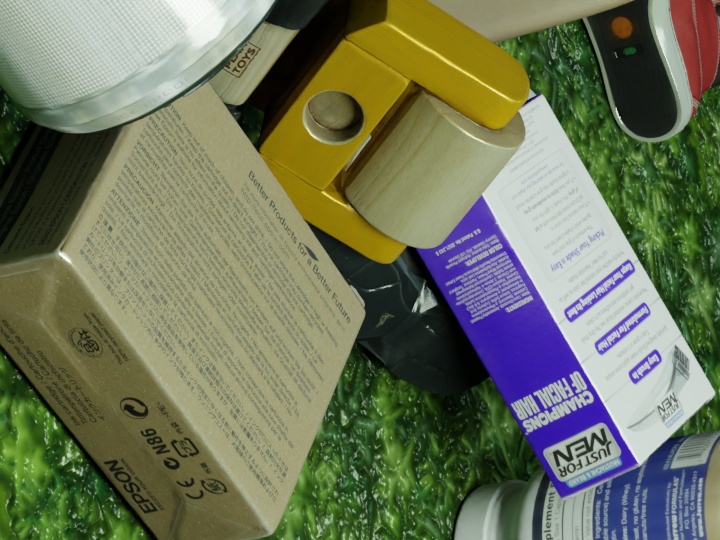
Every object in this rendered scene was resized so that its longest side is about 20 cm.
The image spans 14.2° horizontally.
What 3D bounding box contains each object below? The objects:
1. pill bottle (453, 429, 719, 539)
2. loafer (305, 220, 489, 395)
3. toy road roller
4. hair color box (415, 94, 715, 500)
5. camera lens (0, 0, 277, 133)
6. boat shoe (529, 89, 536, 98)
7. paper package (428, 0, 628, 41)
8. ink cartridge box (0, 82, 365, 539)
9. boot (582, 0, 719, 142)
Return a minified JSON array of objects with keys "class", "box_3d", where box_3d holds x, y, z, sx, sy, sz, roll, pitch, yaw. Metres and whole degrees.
[{"class":"pill bottle","box_3d":[0.160,0.157,1.662,0.116,0.199,0.116,21,63,-51]},{"class":"loafer","box_3d":[0.000,0.000,1.604,0.200,0.073,0.072,37,25,-43]},{"class":"toy road roller","box_3d":[-0.012,-0.116,1.525,0.200,0.123,0.146,32,30,-12]},{"class":"hair color box","box_3d":[0.106,0.014,1.606,0.200,0.065,0.109,59,36,-1]},{"class":"camera lens","box_3d":[-0.139,-0.177,1.343,0.200,0.160,0.160,52,41,-28]},{"class":"boat shoe","box_3d":[0.051,-0.078,1.703,0.200,0.056,0.069,0,71,-57]},{"class":"paper package","box_3d":[0.080,-0.230,1.650,0.103,0.199,0.191,-26,101,-57]},{"class":"ink cartridge box","box_3d":[-0.095,0.012,1.436,0.200,0.075,0.165,55,38,-30]},{"class":"boot","box_3d":[0.202,-0.204,1.962,0.144,0.072,0.201,-42,123,-53]}]
